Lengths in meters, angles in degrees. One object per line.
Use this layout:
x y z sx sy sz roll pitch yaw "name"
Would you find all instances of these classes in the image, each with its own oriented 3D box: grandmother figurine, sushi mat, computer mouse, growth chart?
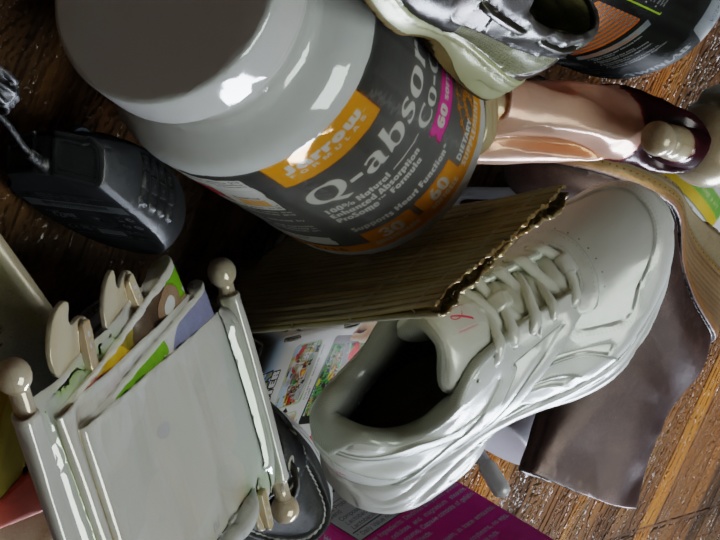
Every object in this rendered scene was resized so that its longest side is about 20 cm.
0.118 -0.069 0.973 0.199 0.121 0.061 7 115 -32 "grandmother figurine"
0.000 0.000 0.905 0.096 0.200 0.012 -38 108 -34 "sushi mat"
-0.124 -0.057 0.761 0.200 0.058 0.034 45 58 -58 "computer mouse"
-0.078 0.065 0.806 0.200 0.018 0.145 -34 114 -65 "growth chart"

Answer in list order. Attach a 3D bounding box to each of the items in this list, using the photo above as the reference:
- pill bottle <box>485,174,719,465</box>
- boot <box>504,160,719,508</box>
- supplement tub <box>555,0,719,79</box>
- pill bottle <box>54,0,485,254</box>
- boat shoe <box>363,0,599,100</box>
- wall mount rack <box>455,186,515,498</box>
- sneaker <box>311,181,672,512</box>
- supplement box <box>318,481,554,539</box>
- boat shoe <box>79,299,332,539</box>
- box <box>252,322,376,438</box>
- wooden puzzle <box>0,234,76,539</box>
0.124 0.011 1.190 0.200 0.111 0.111 -53 152 -16 "pill bottle"
0.121 0.030 1.070 0.200 0.072 0.167 29 81 -45 "boot"
0.093 -0.162 0.955 0.200 0.122 0.123 7 110 -62 "supplement tub"
-0.033 -0.082 0.819 0.117 0.116 0.200 -61 154 0 "pill bottle"
0.039 -0.124 0.775 0.065 0.073 0.200 -22 164 17 "boat shoe"
0.044 0.017 1.051 0.200 0.074 0.174 49 49 -64 "wall mount rack"
0.060 0.030 0.903 0.200 0.078 0.099 -42 159 -2 "sneaker"
0.043 0.189 1.122 0.103 0.200 0.102 -25 136 -48 "supplement box"
-0.060 0.083 0.933 0.070 0.066 0.200 -42 135 -8 "boat shoe"
-0.062 0.111 1.045 0.110 0.035 0.201 -10 124 -57 "box"
-0.180 0.077 0.723 0.200 0.046 0.186 -47 128 -23 "wooden puzzle"
